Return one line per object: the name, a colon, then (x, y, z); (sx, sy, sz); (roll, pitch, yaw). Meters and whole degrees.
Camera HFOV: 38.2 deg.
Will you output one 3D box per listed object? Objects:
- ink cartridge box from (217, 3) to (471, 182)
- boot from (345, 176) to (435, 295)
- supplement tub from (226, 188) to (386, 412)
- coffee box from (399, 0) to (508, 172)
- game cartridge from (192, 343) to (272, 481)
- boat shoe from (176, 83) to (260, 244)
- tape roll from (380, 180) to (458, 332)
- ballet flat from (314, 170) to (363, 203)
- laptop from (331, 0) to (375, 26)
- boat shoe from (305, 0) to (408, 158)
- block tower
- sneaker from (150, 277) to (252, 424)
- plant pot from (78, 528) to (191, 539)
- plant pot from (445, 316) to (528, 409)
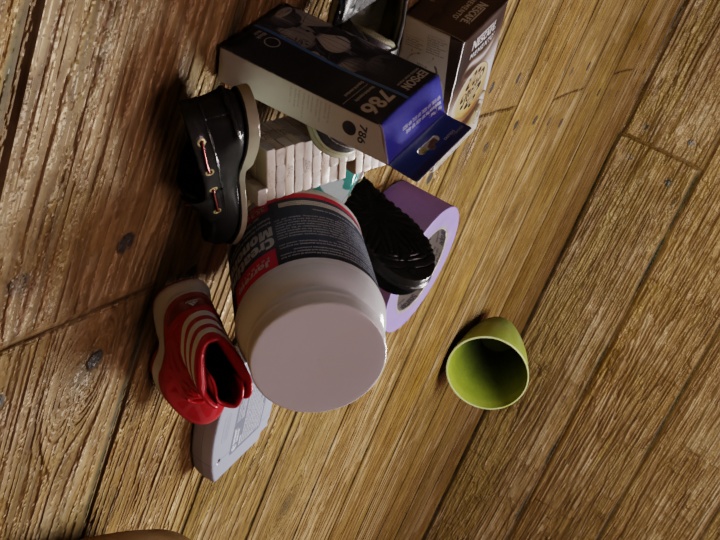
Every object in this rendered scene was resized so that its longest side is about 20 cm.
ink cartridge box: (-0.010, -0.152, 0.863); (0.099, 0.200, 0.039); (-47, 159, -42)
boot: (0.002, -0.001, 1.166); (0.079, 0.211, 0.158); (-7, 129, -28)
supplement tub: (-0.053, 0.024, 0.991); (0.200, 0.140, 0.141); (-107, -149, -55)
coffee box: (0.100, -0.235, 1.253); (0.113, 0.080, 0.200); (-47, 159, -36)
game cartridge: (-0.148, 0.157, 1.253); (0.133, 0.040, 0.200); (-46, 158, -49)
boat shoe: (-0.127, -0.083, 0.885); (0.063, 0.074, 0.201); (-14, 156, -17)
tape roll: (0.052, -0.019, 1.459); (0.200, 0.085, 0.200); (-51, 160, -27)
ballet flat: (-0.026, -0.137, 1.078); (0.075, 0.064, 0.200); (14, 110, -31)
laptop: (0.015, -0.336, 0.858); (0.177, 0.103, 0.200); (-44, 165, -42)
boat shoe: (0.001, -0.202, 0.944); (0.066, 0.072, 0.201); (-15, -122, 58)
block tower: (-0.028, -0.122, 0.993); (0.200, 0.054, 0.058); (-22, 132, -31)
sneaker: (-0.152, 0.112, 1.001); (0.078, 0.116, 0.200); (-21, 140, -14)
plant pot: (-0.262, 0.338, 1.011); (0.187, 0.186, 0.200); (-59, 150, -4)
plant pot: (0.306, 0.191, 2.420); (0.200, 0.187, 0.187); (-61, 172, -62)
